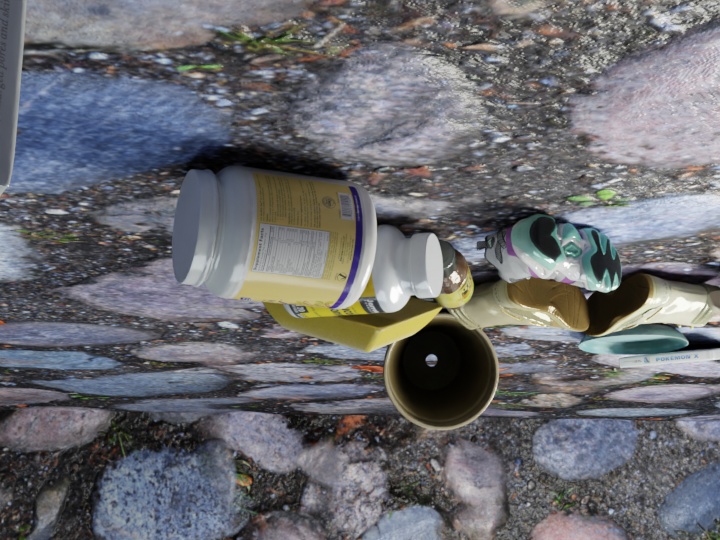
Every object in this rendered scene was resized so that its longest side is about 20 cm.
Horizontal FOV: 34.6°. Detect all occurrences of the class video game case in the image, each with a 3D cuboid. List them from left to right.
[{"bbox_3d":[0.613,0.166,2.227,0.181,0.022,0.199,-8,175,29],"label":"video game case"}]

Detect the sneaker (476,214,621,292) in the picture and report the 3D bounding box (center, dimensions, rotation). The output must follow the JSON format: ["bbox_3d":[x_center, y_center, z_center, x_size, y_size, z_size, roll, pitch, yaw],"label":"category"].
[{"bbox_3d":[0.235,-0.016,1.503,0.199,0.079,0.139,23,157,-35],"label":"sneaker"}]

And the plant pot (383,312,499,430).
[{"bbox_3d":[0.132,0.168,2.042,0.198,0.202,0.174,1,-178,-3],"label":"plant pot"}]

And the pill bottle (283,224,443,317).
[{"bbox_3d":[0.000,0.000,1.480,0.198,0.113,0.112,-4,165,20],"label":"pill bottle"}]

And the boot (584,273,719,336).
[{"bbox_3d":[0.447,0.060,1.782,0.153,0.073,0.200,5,160,-21],"label":"boot"}]

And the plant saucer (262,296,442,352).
[{"bbox_3d":[-0.014,0.063,1.626,0.198,0.049,0.199,15,-165,27],"label":"plant saucer"}]

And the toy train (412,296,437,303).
[{"bbox_3d":[0.030,0.046,1.816,0.198,0.042,0.056,1,177,-2],"label":"toy train"}]

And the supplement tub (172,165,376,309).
[{"bbox_3d":[-0.096,-0.037,1.271,0.198,0.147,0.145,6,165,-22],"label":"supplement tub"}]

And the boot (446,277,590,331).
[{"bbox_3d":[0.243,0.058,1.778,0.199,0.074,0.155,15,160,-40],"label":"boot"}]

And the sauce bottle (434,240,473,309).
[{"bbox_3d":[0.119,0.005,1.592,0.064,0.065,0.200,-2,167,9],"label":"sauce bottle"}]

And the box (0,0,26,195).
[{"bbox_3d":[-0.329,-0.143,0.747,0.198,0.201,0.130,8,165,-26],"label":"box"}]

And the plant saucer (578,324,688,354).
[{"bbox_3d":[0.502,0.126,2.134,0.198,0.028,0.200,0,166,0],"label":"plant saucer"}]

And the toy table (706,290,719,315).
[{"bbox_3d":[0.602,0.069,1.656,0.182,0.118,0.200,-6,155,-14],"label":"toy table"}]
